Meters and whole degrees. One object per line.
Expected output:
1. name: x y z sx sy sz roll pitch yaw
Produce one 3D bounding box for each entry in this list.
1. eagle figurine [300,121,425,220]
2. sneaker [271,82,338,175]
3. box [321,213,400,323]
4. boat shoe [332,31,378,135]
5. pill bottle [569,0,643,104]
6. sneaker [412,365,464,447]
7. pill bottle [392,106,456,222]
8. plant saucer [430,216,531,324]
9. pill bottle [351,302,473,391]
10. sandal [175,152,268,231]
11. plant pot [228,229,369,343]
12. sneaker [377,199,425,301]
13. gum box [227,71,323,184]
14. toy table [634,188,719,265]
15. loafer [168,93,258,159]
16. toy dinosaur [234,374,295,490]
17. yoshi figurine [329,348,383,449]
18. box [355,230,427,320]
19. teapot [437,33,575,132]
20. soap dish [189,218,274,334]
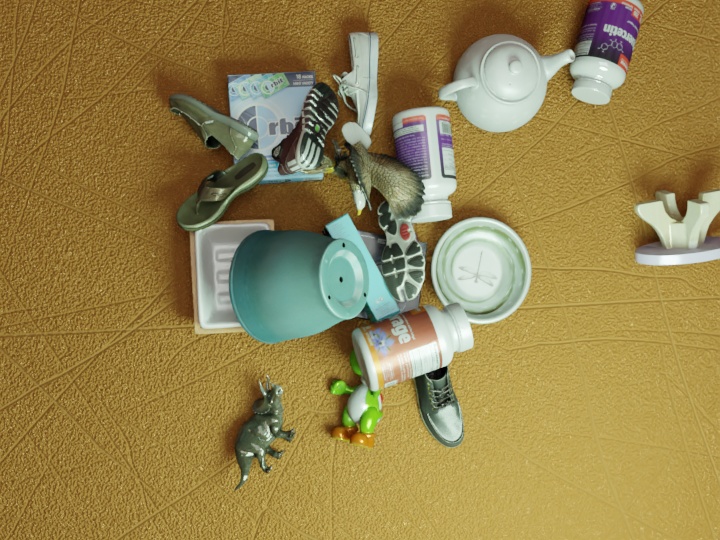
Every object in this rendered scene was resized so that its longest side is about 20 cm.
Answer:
1. eagle figurine: 0.011 -0.169 1.647 0.151 0.199 0.152 -41 123 -22
2. sneaker: -0.113 -0.255 1.674 0.076 0.114 0.202 42 46 -30
3. box: 0.000 0.000 1.661 0.049 0.082 0.202 -29 89 -8
4. boat shoe: -0.012 -0.358 1.736 0.084 0.075 0.206 3 83 -8
5. pill bottle: 0.477 -0.435 1.786 0.111 0.112 0.203 18 84 -6
6. sneaker: 0.145 0.237 1.694 0.074 0.106 0.203 -22 89 -9
7. pill bottle: 0.123 -0.197 1.722 0.109 0.111 0.204 -5 86 -8
8. plant saucer: 0.227 0.001 1.751 0.196 0.050 0.204 1 86 -8
9. pill bottle: 0.092 0.127 1.597 0.197 0.112 0.114 -19 88 -9
10. sandal: -0.256 -0.152 1.644 0.201 0.058 0.080 -42 56 -8
11. plant pot: -0.094 0.020 1.575 0.198 0.186 0.204 10 77 -50
12. sneaker: 0.083 -0.034 1.664 0.079 0.084 0.203 -11 63 15
13. gum box: -0.161 -0.268 1.724 0.166 0.045 0.204 -4 86 -7
14. toy table: 0.623 -0.086 1.759 0.197 0.184 0.119 -12 104 -17
15. loafer: -0.280 -0.263 1.670 0.198 0.075 0.071 28 95 24
16. toy dinosaur: -0.183 0.304 1.673 0.101 0.077 0.202 32 87 8
17. yoshi figurine: 0.001 0.217 1.679 0.110 0.112 0.203 16 81 1
18. box: 0.018 0.012 1.726 0.196 0.044 0.163 10 84 -7
19. teapot: 0.270 -0.365 1.738 0.195 0.146 0.202 30 83 -4
20. soap dish: -0.231 0.012 1.675 0.154 0.081 0.204 -3 86 -7
